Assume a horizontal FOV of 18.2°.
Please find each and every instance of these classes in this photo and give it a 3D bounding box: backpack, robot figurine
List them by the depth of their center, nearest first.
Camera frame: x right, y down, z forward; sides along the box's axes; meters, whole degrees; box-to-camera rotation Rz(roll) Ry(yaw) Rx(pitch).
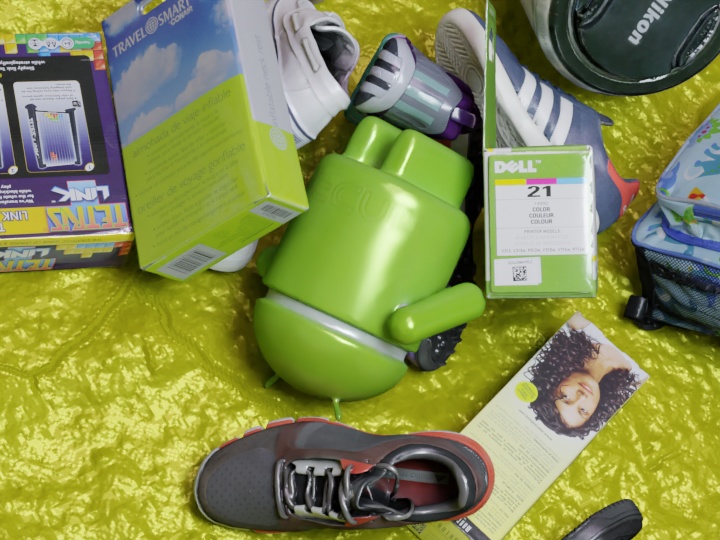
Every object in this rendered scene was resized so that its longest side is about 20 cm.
[{"bbox_3d":[0.000,0.000,1.531,0.116,0.175,0.200,26,87,-43],"label":"robot figurine"},{"bbox_3d":[0.314,-0.030,1.615,0.200,0.147,0.183,21,52,31],"label":"backpack"}]

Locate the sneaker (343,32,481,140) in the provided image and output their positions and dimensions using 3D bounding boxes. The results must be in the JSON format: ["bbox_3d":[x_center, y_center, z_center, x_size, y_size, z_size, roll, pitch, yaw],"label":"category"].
[{"bbox_3d":[0.040,-0.119,1.609,0.087,0.200,0.074,30,97,-4],"label":"sneaker"}]

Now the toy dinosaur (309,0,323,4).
[{"bbox_3d":[-0.049,-0.259,1.717,0.200,0.058,0.101,-2,62,-19],"label":"toy dinosaur"}]

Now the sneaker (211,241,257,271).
[{"bbox_3d":[-0.105,-0.100,1.596,0.073,0.085,0.200,0,64,-21],"label":"sneaker"}]

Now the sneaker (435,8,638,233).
[{"bbox_3d":[0.134,-0.116,1.684,0.084,0.075,0.200,-29,84,-28],"label":"sneaker"}]

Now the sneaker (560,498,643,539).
[{"bbox_3d":[0.135,0.244,1.502,0.200,0.060,0.104,-31,74,-24],"label":"sneaker"}]

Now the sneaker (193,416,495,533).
[{"bbox_3d":[-0.014,0.135,1.461,0.200,0.082,0.077,-6,92,6],"label":"sneaker"}]

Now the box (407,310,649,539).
[{"bbox_3d":[0.113,0.119,1.567,0.075,0.050,0.200,41,58,7],"label":"box"}]

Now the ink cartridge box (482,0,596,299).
[{"bbox_3d":[0.124,-0.084,1.548,0.076,0.148,0.200,-1,93,6],"label":"ink cartridge box"}]

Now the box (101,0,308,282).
[{"bbox_3d":[-0.110,-0.107,1.534,0.048,0.122,0.200,19,51,-47],"label":"box"}]

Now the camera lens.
[{"bbox_3d":[0.192,-0.238,1.690,0.160,0.160,0.200,6,33,-15],"label":"camera lens"}]

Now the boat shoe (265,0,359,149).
[{"bbox_3d":[-0.032,-0.151,1.613,0.074,0.065,0.200,53,16,-29],"label":"boat shoe"}]

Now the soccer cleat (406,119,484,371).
[{"bbox_3d":[0.046,-0.021,1.622,0.073,0.068,0.200,2,68,20],"label":"soccer cleat"}]

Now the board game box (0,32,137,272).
[{"bbox_3d":[-0.267,-0.081,1.548,0.200,0.057,0.166,-3,65,-20],"label":"board game box"}]
